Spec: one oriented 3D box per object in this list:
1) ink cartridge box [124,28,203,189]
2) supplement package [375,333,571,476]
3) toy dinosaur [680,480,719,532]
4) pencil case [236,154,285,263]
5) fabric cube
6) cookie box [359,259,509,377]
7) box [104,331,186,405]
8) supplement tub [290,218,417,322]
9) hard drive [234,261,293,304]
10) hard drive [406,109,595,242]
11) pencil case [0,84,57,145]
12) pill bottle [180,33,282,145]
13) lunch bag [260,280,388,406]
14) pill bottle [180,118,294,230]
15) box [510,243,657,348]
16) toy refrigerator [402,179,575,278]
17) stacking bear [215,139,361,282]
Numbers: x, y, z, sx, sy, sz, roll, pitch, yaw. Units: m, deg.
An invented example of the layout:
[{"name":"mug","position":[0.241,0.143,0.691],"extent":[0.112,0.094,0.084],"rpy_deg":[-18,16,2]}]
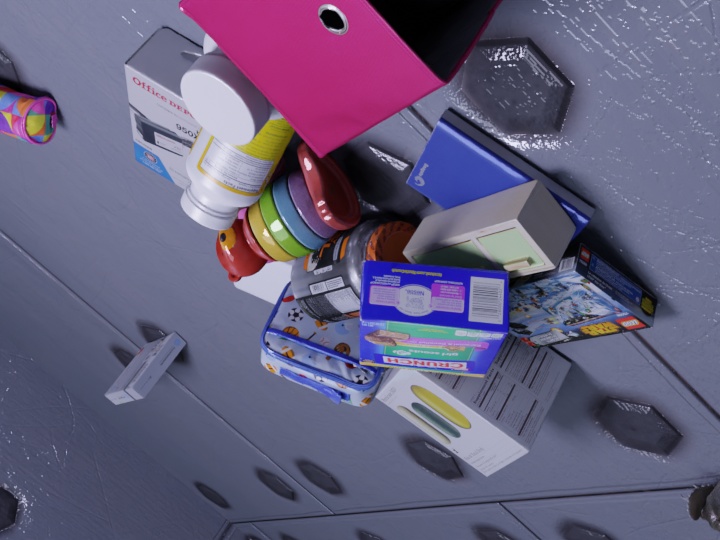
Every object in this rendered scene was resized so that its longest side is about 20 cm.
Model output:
[{"name":"ink cartridge box","position":[-0.234,-0.204,1.206],"extent":[0.143,0.085,0.201],"rpy_deg":[30,149,9]},{"name":"supplement package","position":[0.154,0.154,1.243],"extent":[0.198,0.152,0.152],"rpy_deg":[35,151,1]},{"name":"toy dinosaur","position":[0.503,0.309,1.175],"extent":[0.103,0.076,0.201],"rpy_deg":[60,143,23]},{"name":"pencil case","position":[-0.149,-0.092,1.263],"extent":[0.091,0.092,0.202],"rpy_deg":[0,143,-3]},{"name":"fabric cube","position":[-0.004,-0.258,0.780],"extent":[0.196,0.201,0.198],"rpy_deg":[44,149,-18]},{"name":"cookie box","position":[0.082,0.062,1.062],"extent":[0.167,0.077,0.201],"rpy_deg":[5,160,2]},{"name":"box","position":[-0.482,0.221,1.984],"extent":[0.041,0.157,0.199],"rpy_deg":[45,148,-17]},{"name":"supplement tub","position":[0.000,0.000,1.215],"extent":[0.123,0.123,0.199],"rpy_deg":[46,148,-19]},{"name":"hard drive","position":[-0.131,0.014,1.451],"extent":[0.197,0.026,0.133],"rpy_deg":[22,147,23]},{"name":"hard drive","position":[0.156,-0.087,1.030],"extent":[0.198,0.026,0.132],"rpy_deg":[34,150,3]},{"name":"pencil case","position":[-0.594,-0.270,1.489],"extent":[0.197,0.089,0.089],"rpy_deg":[21,148,27]},{"name":"pill bottle","position":[-0.091,-0.228,0.909],"extent":[0.118,0.201,0.121],"rpy_deg":[25,150,16]},{"name":"lunch bag","position":[-0.044,0.108,1.314],"extent":[0.196,0.162,0.076],"rpy_deg":[20,142,8]},{"name":"pill bottle","position":[-0.147,-0.152,1.082],"extent":[0.103,0.104,0.202],"rpy_deg":[33,115,2]},{"name":"box","position":[0.236,0.037,1.077],"extent":[0.136,0.041,0.199],"rpy_deg":[32,153,-24]},{"name":"toy refrigerator","position":[0.142,-0.032,1.025],"extent":[0.076,0.070,0.198],"rpy_deg":[46,148,-19]},{"name":"stacking bear","position":[-0.107,-0.061,1.165],"extent":[0.198,0.123,0.113],"rpy_deg":[-30,157,21]}]
